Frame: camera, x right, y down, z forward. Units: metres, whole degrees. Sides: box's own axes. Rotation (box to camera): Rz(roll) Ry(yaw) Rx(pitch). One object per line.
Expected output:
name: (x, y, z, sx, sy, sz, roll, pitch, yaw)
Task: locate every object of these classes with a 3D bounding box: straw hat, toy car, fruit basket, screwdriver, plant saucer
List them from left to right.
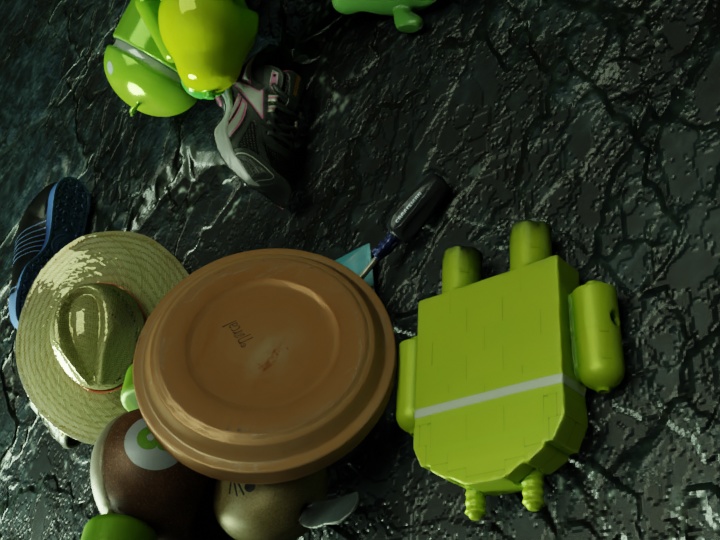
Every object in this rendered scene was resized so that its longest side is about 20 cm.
straw hat: (-0.238, 0.059, 0.922, 0.198, 0.085, 0.204, 0, 84, 2)
fruit basket: (-0.139, -0.278, 0.977, 0.214, 0.217, 0.156, -24, 20, 34)
toy car: (-0.086, 0.154, 0.768, 0.198, 0.158, 0.166, -16, 46, 24)
plant saucer: (-0.072, 0.061, 0.760, 0.198, 0.033, 0.202, -2, 51, 2)
screwdriver: (0.000, 0.000, 0.825, 0.029, 0.028, 0.200, 44, 92, 4)

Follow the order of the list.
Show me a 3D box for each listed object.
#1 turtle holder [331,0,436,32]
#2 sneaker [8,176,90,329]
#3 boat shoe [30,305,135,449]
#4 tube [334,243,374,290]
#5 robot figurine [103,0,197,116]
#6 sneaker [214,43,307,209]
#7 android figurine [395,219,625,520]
turtle holder: (0.026, -0.299, 0.919, 0.139, 0.186, 0.133, 13, 73, 14)
sneaker: (-0.374, -0.013, 1.197, 0.077, 0.070, 0.202, -19, 50, 42)
boat shoe: (-0.233, 0.091, 0.998, 0.201, 0.072, 0.060, -42, 71, 6)
tube: (-0.071, 0.045, 0.879, 0.198, 0.050, 0.078, -23, 63, 28)
robot figurine: (-0.205, -0.259, 1.122, 0.201, 0.115, 0.175, -61, 14, 2)
sneaker: (-0.089, -0.152, 0.978, 0.086, 0.080, 0.201, -38, 47, 21)
android figurine: (0.096, 0.068, 0.701, 0.181, 0.041, 0.202, -22, 54, 35)
